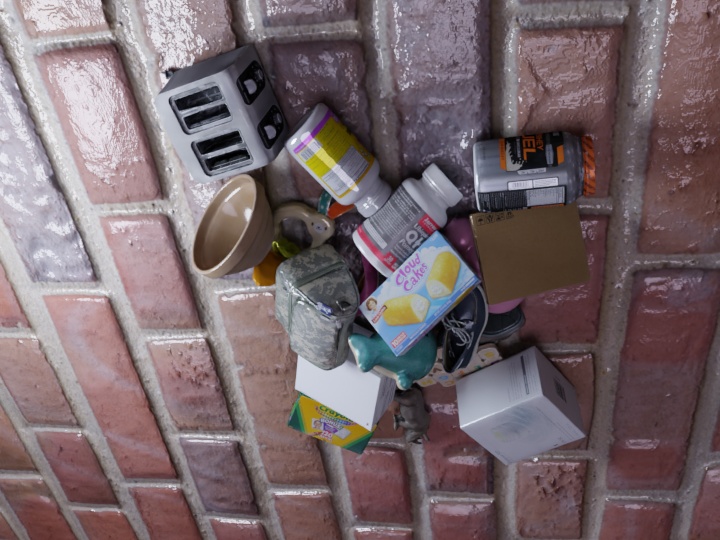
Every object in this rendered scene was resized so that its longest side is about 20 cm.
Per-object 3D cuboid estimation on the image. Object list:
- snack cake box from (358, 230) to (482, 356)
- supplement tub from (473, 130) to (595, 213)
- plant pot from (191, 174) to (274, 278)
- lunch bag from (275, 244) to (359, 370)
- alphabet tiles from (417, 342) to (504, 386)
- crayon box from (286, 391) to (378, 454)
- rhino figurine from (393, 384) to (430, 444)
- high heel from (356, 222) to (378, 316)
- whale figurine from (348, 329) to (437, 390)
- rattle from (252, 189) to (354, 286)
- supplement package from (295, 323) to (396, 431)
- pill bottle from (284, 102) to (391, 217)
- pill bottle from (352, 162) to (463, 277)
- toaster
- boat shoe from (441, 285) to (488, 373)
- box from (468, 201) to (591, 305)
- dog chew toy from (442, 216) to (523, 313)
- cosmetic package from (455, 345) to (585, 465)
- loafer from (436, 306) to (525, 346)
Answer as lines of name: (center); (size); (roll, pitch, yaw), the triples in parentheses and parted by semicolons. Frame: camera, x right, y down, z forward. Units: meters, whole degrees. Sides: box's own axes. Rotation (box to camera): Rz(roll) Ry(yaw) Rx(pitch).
snack cake box: (0.107, 0.042, 1.253); (0.200, 0.067, 0.115); (-44, 76, 10)
supplement tub: (0.293, -0.168, 1.191); (0.194, 0.124, 0.125); (-5, 125, 13)
plant pot: (-0.227, -0.070, 1.326); (0.199, 0.205, 0.092); (-34, 135, 30)
lunch bag: (-0.074, 0.077, 1.344); (0.137, 0.169, 0.202); (-23, 148, -26)
alphabet tiles: (0.202, 0.202, 1.481); (0.195, 0.015, 0.196); (-19, 146, 17)
crayon box: (-0.063, 0.346, 1.661); (0.195, 0.059, 0.120); (22, 126, -5)
rhino figurine: (0.117, 0.340, 1.622); (0.085, 0.060, 0.203); (-15, 125, 7)
high heel: (0.000, 0.000, 1.392); (0.094, 0.068, 0.202); (20, 122, -17)
whale figurine: (0.068, 0.144, 1.331); (0.197, 0.162, 0.103); (6, 144, -45)
rattle: (-0.113, -0.069, 1.330); (0.197, 0.142, 0.133); (-20, 96, 32)
supplement package: (-0.026, 0.209, 1.485); (0.196, 0.111, 0.159); (24, 129, 19)
pill bottle: (-0.035, -0.190, 1.245); (0.103, 0.105, 0.200); (-35, 112, 29)
pill bottle: (0.088, -0.094, 1.268); (0.110, 0.111, 0.200); (41, 102, -20)
toaster: (-0.245, -0.270, 1.221); (0.195, 0.120, 0.184); (-12, 122, 18)
boat shoe: (0.188, 0.109, 1.320); (0.074, 0.061, 0.204); (36, 137, 30)
box: (0.304, -0.040, 1.255); (0.194, 0.021, 0.168); (-13, 93, -5)
dog chew toy: (0.228, -0.017, 1.316); (0.124, 0.125, 0.200); (-36, 104, 30)
cosmetic package: (0.336, 0.293, 1.486); (0.197, 0.125, 0.199); (-28, 129, 28)
loafer: (0.254, 0.123, 1.449); (0.196, 0.073, 0.063); (-20, 140, 30)
